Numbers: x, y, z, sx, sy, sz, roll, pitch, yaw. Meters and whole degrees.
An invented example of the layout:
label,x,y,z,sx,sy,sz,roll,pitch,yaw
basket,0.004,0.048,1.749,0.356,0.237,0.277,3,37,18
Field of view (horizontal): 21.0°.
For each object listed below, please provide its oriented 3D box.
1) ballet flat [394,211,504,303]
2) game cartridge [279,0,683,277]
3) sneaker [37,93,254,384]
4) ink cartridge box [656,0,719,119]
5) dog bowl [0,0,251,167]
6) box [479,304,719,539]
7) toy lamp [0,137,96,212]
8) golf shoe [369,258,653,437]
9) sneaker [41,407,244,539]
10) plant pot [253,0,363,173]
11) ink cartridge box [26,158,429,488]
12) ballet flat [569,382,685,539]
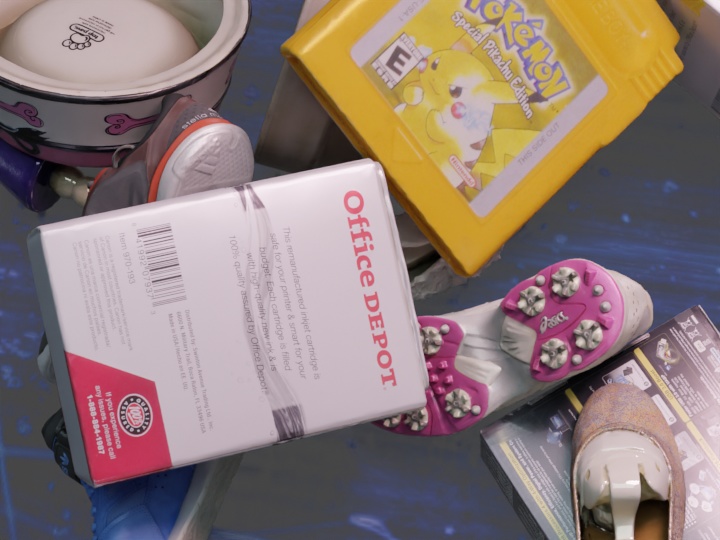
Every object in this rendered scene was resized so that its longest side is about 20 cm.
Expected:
label,x,y,z,sx,sy,sz,roll,pitch,yaw
ballet flat,0.000,0.000,1.217,0.199,0.072,0.072,-29,65,-9
game cartridge,0.078,-0.127,1.139,0.200,0.032,0.177,-43,108,-10
sneaker,-0.140,-0.020,1.198,0.201,0.077,0.082,-54,50,12
ink cartridge box,0.230,-0.168,1.211,0.200,0.145,0.084,41,82,9
dog bowl,-0.170,-0.146,1.266,0.198,0.074,0.201,3,43,-3
box,0.187,0.142,1.142,0.160,0.049,0.201,-29,65,-10
toy lamp,-0.156,-0.038,1.255,0.199,0.058,0.058,30,70,16
golf shoe,0.088,0.051,1.166,0.199,0.091,0.076,-20,80,34
sneaker,-0.147,0.139,1.156,0.110,0.077,0.201,19,67,12
plant pot,0.042,-0.138,1.227,0.172,0.200,0.202,18,66,-5
ink cartridge box,-0.076,0.028,1.107,0.198,0.083,0.147,-12,90,-15
ballet flat,0.149,0.149,1.080,0.067,0.067,0.202,-4,66,8
